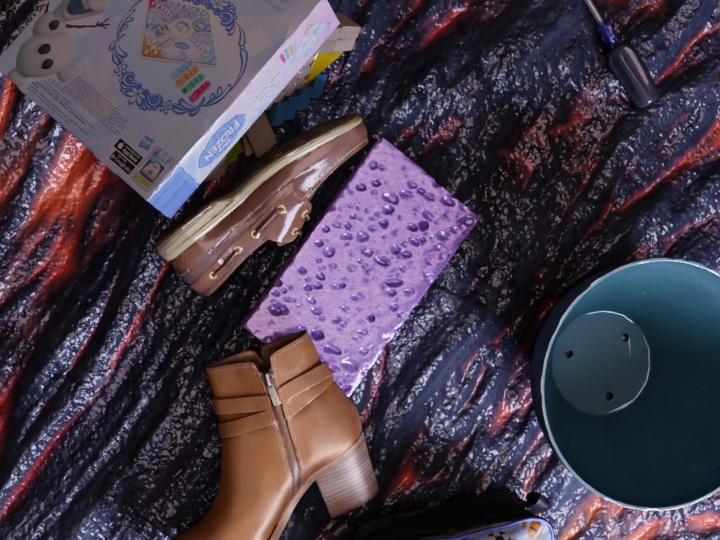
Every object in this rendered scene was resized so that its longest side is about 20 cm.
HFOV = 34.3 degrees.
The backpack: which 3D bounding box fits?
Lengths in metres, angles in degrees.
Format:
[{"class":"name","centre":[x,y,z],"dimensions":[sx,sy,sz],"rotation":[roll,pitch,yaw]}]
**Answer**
[{"class":"backpack","centre":[0.086,0.300,0.974],"dimensions":[0.199,0.154,0.192],"rotation":[-7,105,-12]}]

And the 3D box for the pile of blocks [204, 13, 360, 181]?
[{"class":"pile of blocks","centre":[-0.091,-0.150,0.964],"dimensions":[0.200,0.082,0.062],"rotation":[-39,60,-14]}]

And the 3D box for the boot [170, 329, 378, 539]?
[{"class":"boot","centre":[-0.095,0.151,0.954],"dimensions":[0.199,0.077,0.156],"rotation":[-24,103,-2]}]

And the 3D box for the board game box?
[{"class":"board game box","centre":[-0.153,-0.175,0.902],"dimensions":[0.200,0.043,0.199],"rotation":[39,87,25]}]

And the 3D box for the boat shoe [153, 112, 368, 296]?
[{"class":"boat shoe","centre":[-0.073,-0.055,0.963],"dimensions":[0.200,0.072,0.068],"rotation":[-36,104,0]}]

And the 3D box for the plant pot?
[{"class":"plant pot","centre":[0.226,0.086,0.986],"dimensions":[0.199,0.135,0.201],"rotation":[-1,94,-10]}]

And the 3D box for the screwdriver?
[{"class":"screwdriver","centre":[0.204,-0.231,1.019],"dimensions":[0.029,0.028,0.201],"rotation":[-35,99,-37]}]

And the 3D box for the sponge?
[{"class":"sponge","centre":[0.000,0.000,0.996],"dimensions":[0.111,0.030,0.200],"rotation":[37,87,-9]}]
